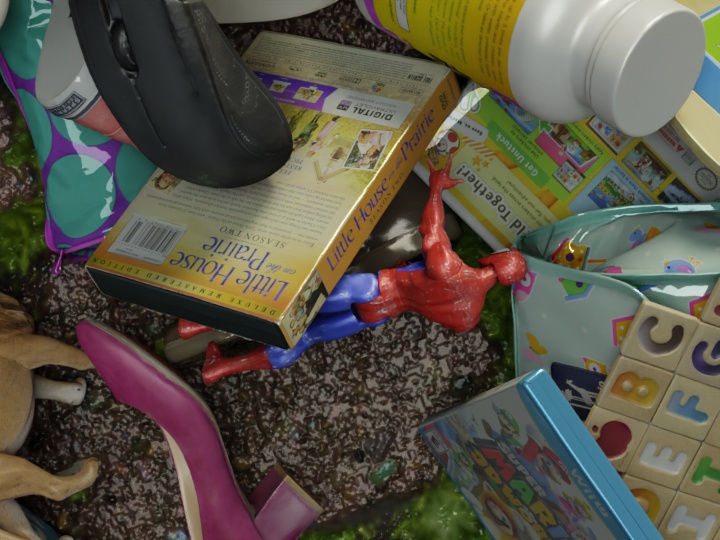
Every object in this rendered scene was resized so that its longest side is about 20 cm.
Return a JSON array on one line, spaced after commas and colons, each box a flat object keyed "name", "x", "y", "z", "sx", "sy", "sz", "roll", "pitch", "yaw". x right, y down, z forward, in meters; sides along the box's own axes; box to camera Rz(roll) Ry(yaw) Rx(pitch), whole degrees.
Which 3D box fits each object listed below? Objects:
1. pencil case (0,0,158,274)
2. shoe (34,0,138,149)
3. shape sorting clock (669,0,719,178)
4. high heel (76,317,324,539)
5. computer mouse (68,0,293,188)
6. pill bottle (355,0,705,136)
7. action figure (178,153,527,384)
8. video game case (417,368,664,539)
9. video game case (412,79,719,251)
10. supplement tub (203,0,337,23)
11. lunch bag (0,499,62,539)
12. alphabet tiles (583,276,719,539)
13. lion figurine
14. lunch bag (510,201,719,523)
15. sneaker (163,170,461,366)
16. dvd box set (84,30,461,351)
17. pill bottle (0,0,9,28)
[{"name": "pencil case", "x": -0.180, "y": -0.107, "z": 1.105, "sx": 0.092, "sy": 0.085, "sz": 0.201, "roll": -21, "pitch": 90, "yaw": -14}, {"name": "shoe", "x": -0.128, "y": -0.166, "z": 1.070, "sx": 0.071, "sy": 0.091, "sz": 0.202, "roll": -14, "pitch": 57, "yaw": 43}, {"name": "shape sorting clock", "x": 0.253, "y": -0.098, "z": 1.032, "sx": 0.199, "sy": 0.200, "sz": 0.039, "roll": 33, "pitch": 133, "yaw": 3}, {"name": "high heel", "x": -0.121, "y": 0.121, "z": 1.110, "sx": 0.096, "sy": 0.067, "sz": 0.200, "roll": -47, "pitch": 109, "yaw": -4}, {"name": "computer mouse", "x": -0.112, "y": -0.104, "z": 0.956, "sx": 0.138, "sy": 0.200, "sz": 0.053, "roll": 0, "pitch": 53, "yaw": 39}, {"name": "pill bottle", "x": 0.092, "y": -0.148, "z": 0.997, "sx": 0.200, "sy": 0.104, "sz": 0.105, "roll": 35, "pitch": 97, "yaw": 38}, {"name": "action figure", "x": 0.000, "y": 0.000, "z": 1.040, "sx": 0.198, "sy": 0.099, "sz": 0.066, "roll": -10, "pitch": 131, "yaw": 15}, {"name": "video game case", "x": 0.106, "y": 0.133, "z": 1.037, "sx": 0.018, "sy": 0.200, "sz": 0.144, "roll": -34, "pitch": 89, "yaw": -19}, {"name": "video game case", "x": 0.156, "y": -0.066, "z": 1.086, "sx": 0.200, "sy": 0.023, "sz": 0.182, "roll": 43, "pitch": 96, "yaw": -11}, {"name": "supplement tub", "x": -0.075, "y": -0.249, "z": 0.986, "sx": 0.143, "sy": 0.144, "sz": 0.202, "roll": -3, "pitch": 83, "yaw": 6}, {"name": "lunch bag", "x": -0.283, "y": 0.225, "z": 1.132, "sx": 0.160, "sy": 0.082, "sz": 0.201, "roll": 31, "pitch": 95, "yaw": 4}, {"name": "alphabet tiles", "x": 0.225, "y": 0.090, "z": 0.992, "sx": 0.199, "sy": 0.006, "sz": 0.167, "roll": 19, "pitch": 113, "yaw": -11}, {"name": "lion figurine", "x": -0.224, "y": 0.091, "z": 1.092, "sx": 0.122, "sy": 0.201, "sz": 0.073, "roll": 13, "pitch": 136, "yaw": -22}, {"name": "lunch bag", "x": 0.186, "y": 0.053, "z": 1.042, "sx": 0.198, "sy": 0.122, "sz": 0.172, "roll": -4, "pitch": 116, "yaw": 5}, {"name": "sneaker", "x": -0.039, "y": -0.008, "z": 1.113, "sx": 0.199, "sy": 0.070, "sz": 0.076, "roll": -25, "pitch": 78, "yaw": -1}, {"name": "dvd box set", "x": -0.049, "y": -0.053, "z": 1.043, "sx": 0.145, "sy": 0.029, "sz": 0.201, "roll": 14, "pitch": 57, "yaw": 33}, {"name": "pill bottle", "x": -0.307, "y": -0.145, "z": 1.062, "sx": 0.199, "sy": 0.116, "sz": 0.117, "roll": -23, "pitch": 90, "yaw": 41}]
